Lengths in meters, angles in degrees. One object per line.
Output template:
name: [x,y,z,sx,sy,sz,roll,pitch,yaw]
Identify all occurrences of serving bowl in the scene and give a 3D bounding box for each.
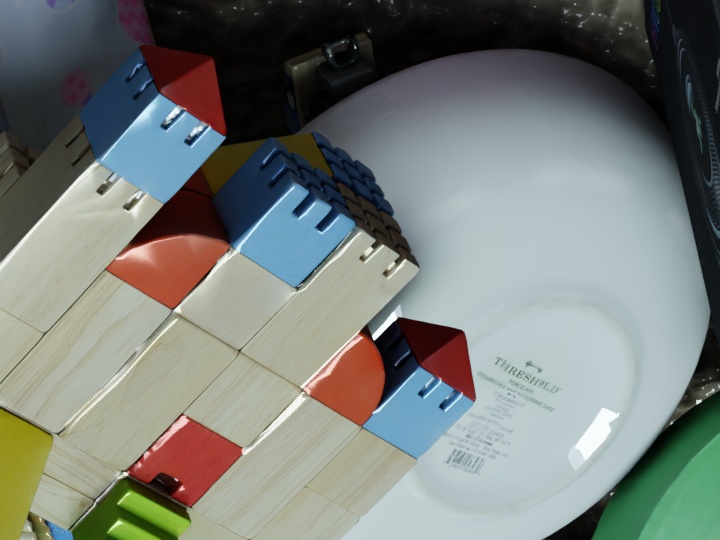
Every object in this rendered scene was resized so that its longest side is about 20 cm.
serving bowl: [0.039,0.029,0.833,0.200,0.066,0.200,-15,129,-19]

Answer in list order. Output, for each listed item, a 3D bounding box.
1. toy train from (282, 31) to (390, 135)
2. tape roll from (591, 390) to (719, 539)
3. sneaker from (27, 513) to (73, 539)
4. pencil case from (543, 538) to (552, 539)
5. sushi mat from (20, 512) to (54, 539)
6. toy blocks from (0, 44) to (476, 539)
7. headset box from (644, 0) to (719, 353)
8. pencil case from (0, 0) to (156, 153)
toy train: [0.000,0.000,0.865,0.034,0.046,0.200,-20,130,-16]
tape roll: [0.177,0.132,0.886,0.200,0.048,0.201,-1,93,-11]
sneaker: [-0.044,0.133,0.866,0.200,0.066,0.079,30,81,-12]
pencil case: [0.067,0.207,0.975,0.078,0.089,0.200,11,117,-15]
sushi mat: [-0.186,0.114,0.889,0.200,0.012,0.096,-2,110,31]
toy blocks: [-0.045,0.014,0.715,0.200,0.100,0.137,34,108,-35]
headset box: [0.149,-0.020,0.725,0.093,0.200,0.174,-11,163,2]
pencil case: [-0.114,-0.101,0.759,0.083,0.091,0.200,-13,126,5]
